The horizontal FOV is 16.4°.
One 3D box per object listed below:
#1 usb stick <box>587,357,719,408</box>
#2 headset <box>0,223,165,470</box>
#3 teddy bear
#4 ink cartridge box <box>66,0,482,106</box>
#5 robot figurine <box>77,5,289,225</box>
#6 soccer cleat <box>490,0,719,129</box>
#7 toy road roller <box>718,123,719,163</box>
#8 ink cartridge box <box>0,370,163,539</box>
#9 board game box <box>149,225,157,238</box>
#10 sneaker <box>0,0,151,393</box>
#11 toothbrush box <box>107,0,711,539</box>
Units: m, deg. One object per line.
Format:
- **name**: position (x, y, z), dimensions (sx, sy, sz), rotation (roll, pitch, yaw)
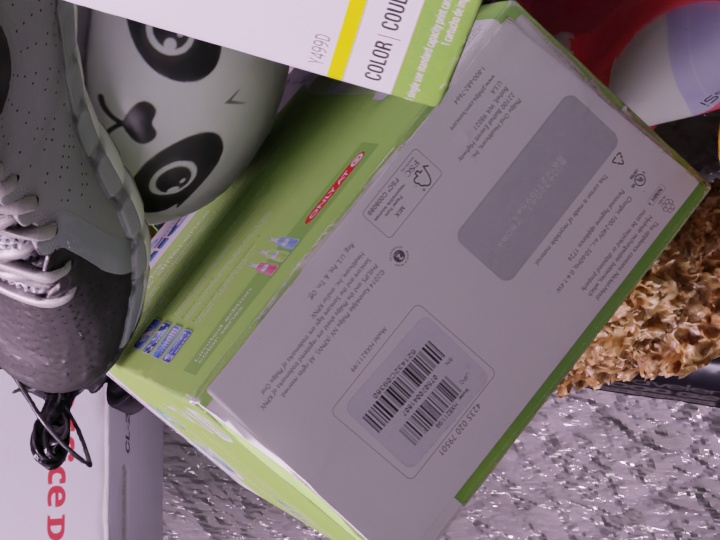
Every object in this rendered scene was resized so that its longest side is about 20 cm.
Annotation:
- **usb stick**: position (0.106, 0.031, 1.007), dimensions (0.199, 0.033, 0.055), rotation (9, 160, 5)
- **headset**: position (-0.118, 0.005, 0.981), dimensions (0.123, 0.094, 0.200), rotation (12, 138, 2)
- **teddy bear**: position (0.100, -0.001, 0.875), dimensions (0.199, 0.145, 0.067), rotation (-14, 104, 32)
- **ink cartridge box**: position (-0.058, -0.124, 0.542), dimensions (0.199, 0.076, 0.148), rotation (15, 156, -2)
- **robot figurine**: position (-0.122, -0.078, 0.792), dimensions (0.199, 0.125, 0.150), rotation (7, 165, 9)
- **soccer cleat**: position (0.121, -0.090, 0.761), dimensions (0.076, 0.067, 0.200), rotation (11, 157, -35)
- **toy road roller**: position (0.204, -0.039, 0.724), dimensions (0.123, 0.146, 0.200), rotation (-3, 147, 36)
- **ink cartridge box**: position (-0.192, 0.121, 1.124), dimensions (0.199, 0.146, 0.083), rotation (-5, 164, 14)
- **board game box**: position (-0.024, -0.027, 0.962), dimensions (0.199, 0.024, 0.105), rotation (0, 152, 20)
- **sneaker**: position (-0.114, -0.020, 0.681), dimensions (0.075, 0.116, 0.201), rotation (4, 130, 15)
- **toothbrush box**: position (0.000, 0.000, 0.779), dimensions (0.086, 0.146, 0.200), rotation (41, 171, -16)
